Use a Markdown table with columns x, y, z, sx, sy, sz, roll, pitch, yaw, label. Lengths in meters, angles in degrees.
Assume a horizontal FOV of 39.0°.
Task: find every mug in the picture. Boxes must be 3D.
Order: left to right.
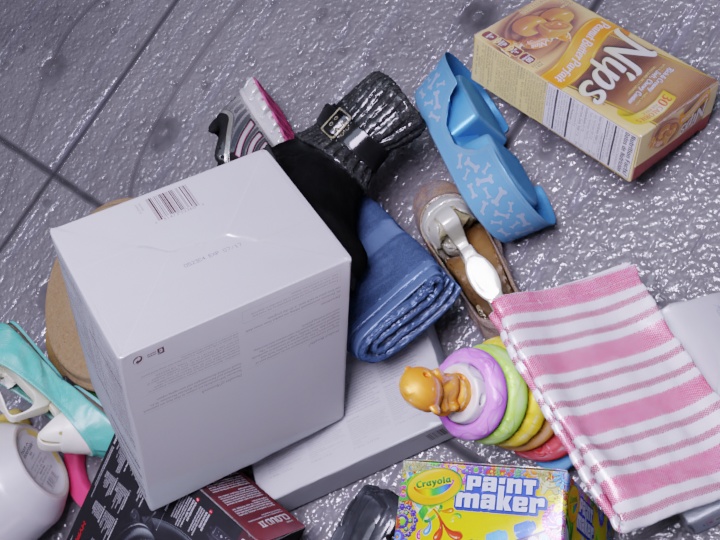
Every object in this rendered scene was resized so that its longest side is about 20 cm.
| x | y | z | sx | sy | sz | roll | pitch | yaw | label |
| --- | --- | --- | --- | --- | --- | --- | --- | --- | --- |
| -0.376 | 0.211 | 0.995 | 0.152 | 0.149 | 0.188 | -33 | 60 | 6 | mug |

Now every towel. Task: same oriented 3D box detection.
| x | y | z | sx | sy | sz | roll | pitch | yaw | label |
| --- | --- | --- | --- | --- | --- | --- | --- | --- | --- |
| 0.000 | 0.000 | 0.926 | 0.111 | 0.049 | 0.200 | -38 | 41 | -3 | towel |
| 0.200 | 0.088 | 0.764 | 0.144 | 0.030 | 0.202 | -12 | 57 | -26 | towel |

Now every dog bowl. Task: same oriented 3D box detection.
| x | y | z | sx | sy | sz | roll | pitch | yaw | label |
| --- | --- | --- | --- | --- | --- | --- | --- | --- | --- |
| 0.112 | -0.112 | 0.948 | 0.049 | 0.111 | 0.202 | -35 | 58 | 20 | dog bowl |

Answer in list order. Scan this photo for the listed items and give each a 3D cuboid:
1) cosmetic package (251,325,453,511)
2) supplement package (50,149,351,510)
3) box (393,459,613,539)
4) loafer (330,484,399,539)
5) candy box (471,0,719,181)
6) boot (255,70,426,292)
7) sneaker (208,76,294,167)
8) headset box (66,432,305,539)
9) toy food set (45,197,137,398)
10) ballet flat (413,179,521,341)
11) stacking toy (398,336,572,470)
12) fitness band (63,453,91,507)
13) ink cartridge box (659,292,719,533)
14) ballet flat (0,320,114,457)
| x | y | z | sx | sy | sz | roll | pitch | yaw | label |
| --- | --- | --- | --- | --- | --- | --- | --- | --- | --- |
| -0.016 | 0.112 | 0.936 | 0.197 | 0.052 | 0.153 | -25 | 61 | 12 | cosmetic package |
| -0.124 | 0.048 | 0.827 | 0.189 | 0.202 | 0.148 | -22 | 52 | -22 | supplement package |
| 0.106 | 0.257 | 0.732 | 0.120 | 0.200 | 0.196 | -1 | 67 | 24 | box |
| -0.019 | 0.279 | 0.861 | 0.070 | 0.068 | 0.203 | 21 | 79 | 49 | loafer |
| 0.211 | -0.175 | 0.935 | 0.115 | 0.056 | 0.199 | -33 | 54 | -26 | candy box |
| -0.002 | -0.087 | 0.910 | 0.156 | 0.080 | 0.212 | -30 | 47 | -1 | boot |
| -0.103 | -0.108 | 1.061 | 0.087 | 0.074 | 0.202 | -35 | 57 | 11 | sneaker |
| -0.152 | 0.243 | 0.891 | 0.199 | 0.077 | 0.151 | 33 | 104 | 25 | headset box |
| -0.241 | 0.028 | 1.010 | 0.196 | 0.048 | 0.203 | 21 | 90 | 37 | toy food set |
| 0.100 | -0.019 | 0.933 | 0.068 | 0.067 | 0.201 | -34 | 59 | 6 | ballet flat |
| 0.101 | 0.096 | 0.793 | 0.110 | 0.198 | 0.117 | -54 | 52 | 27 | stacking toy |
| -0.225 | 0.149 | 1.024 | 0.142 | 0.037 | 0.202 | 27 | 82 | 28 | fitness band |
| 0.309 | 0.088 | 0.807 | 0.198 | 0.057 | 0.164 | -32 | 59 | 13 | ink cartridge box |
| -0.299 | 0.133 | 0.979 | 0.199 | 0.068 | 0.070 | 38 | 60 | 13 | ballet flat |
